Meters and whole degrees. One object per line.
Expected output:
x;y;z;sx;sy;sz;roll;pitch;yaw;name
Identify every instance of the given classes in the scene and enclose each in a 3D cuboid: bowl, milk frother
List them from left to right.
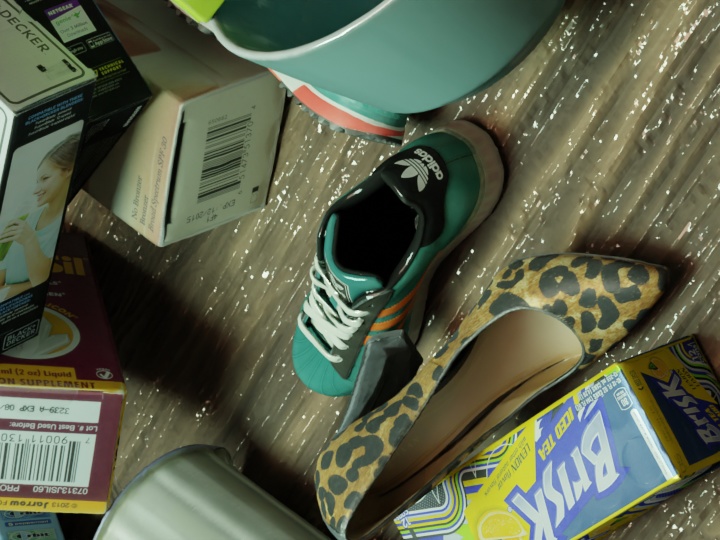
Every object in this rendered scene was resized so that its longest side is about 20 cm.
-0.082;0.188;1.614;0.188;0.180;0.200;32;155;33;milk frother
0.031;-0.157;1.435;0.201;0.201;0.105;-9;140;46;bowl

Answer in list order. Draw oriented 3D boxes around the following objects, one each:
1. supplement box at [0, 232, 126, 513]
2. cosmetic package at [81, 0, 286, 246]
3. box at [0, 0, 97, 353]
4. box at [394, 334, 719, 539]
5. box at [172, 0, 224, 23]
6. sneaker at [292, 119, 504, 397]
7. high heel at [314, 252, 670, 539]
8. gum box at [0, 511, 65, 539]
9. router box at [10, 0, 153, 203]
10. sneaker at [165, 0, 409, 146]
-0.209;0.055;1.709;0.200;0.110;0.086;-113;31;-59;supplement box
-0.144;-0.112;1.670;0.200;0.087;0.103;35;130;33;cosmetic package
-0.218;-0.056;1.575;0.117;0.060;0.200;43;137;23;box
0.107;0.110;1.510;0.200;0.064;0.070;-38;76;44;box
-0.051;-0.229;1.467;0.200;0.048;0.122;-50;33;1;box
0.000;0.000;1.568;0.071;0.080;0.200;48;131;21;sneaker
0.068;0.069;1.471;0.200;0.143;0.071;-22;124;33;high heel
-0.201;0.251;1.805;0.200;0.045;0.170;-127;36;-66;gum box
-0.209;-0.103;1.632;0.149;0.051;0.200;57;142;9;router box
-0.030;-0.152;1.574;0.200;0.070;0.093;40;109;33;sneaker
